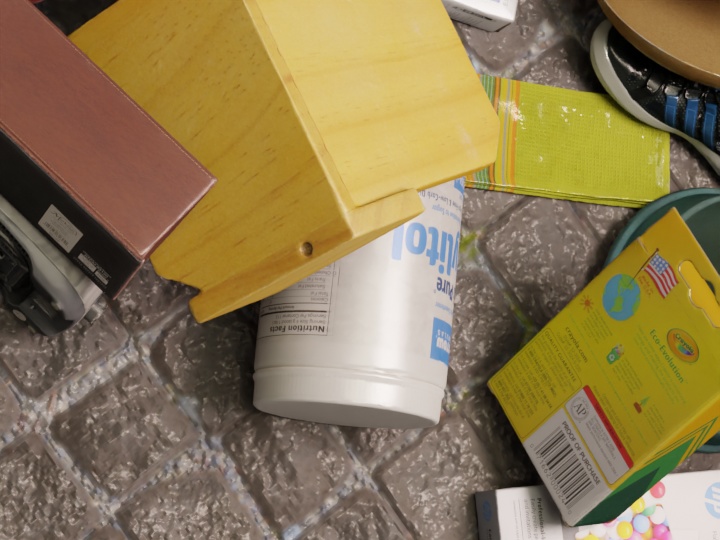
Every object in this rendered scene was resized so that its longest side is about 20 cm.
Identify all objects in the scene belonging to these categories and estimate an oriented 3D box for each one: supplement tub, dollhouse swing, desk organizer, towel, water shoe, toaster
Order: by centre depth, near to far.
[{"bbox_3d":[-0.189,-0.086,1.203,0.200,0.072,0.077,44,61,-2],"label":"desk organizer"},{"bbox_3d":[-0.043,-0.102,1.270,0.176,0.182,0.200,-19,82,-61],"label":"dollhouse swing"},{"bbox_3d":[-0.215,-0.065,1.288,0.200,0.114,0.129,45,66,-4],"label":"toaster"},{"bbox_3d":[0.000,0.000,1.344,0.132,0.132,0.200,8,79,-19],"label":"supplement tub"},{"bbox_3d":[0.140,-0.097,1.471,0.200,0.018,0.086,6,80,-19],"label":"towel"},{"bbox_3d":[0.263,-0.132,1.480,0.200,0.079,0.072,34,60,-17],"label":"water shoe"}]

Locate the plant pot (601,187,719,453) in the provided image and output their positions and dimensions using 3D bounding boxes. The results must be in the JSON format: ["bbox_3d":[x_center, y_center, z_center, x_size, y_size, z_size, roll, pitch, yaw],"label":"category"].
[{"bbox_3d":[0.301,0.029,1.405,0.200,0.196,0.200,2,85,-23],"label":"plant pot"}]

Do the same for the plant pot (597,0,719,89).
[{"bbox_3d":[0.258,-0.194,1.476,0.200,0.027,0.200,12,43,-11],"label":"plant pot"}]

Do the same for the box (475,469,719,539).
[{"bbox_3d":[0.187,0.227,1.426,0.200,0.041,0.156,-2,82,-21],"label":"box"}]

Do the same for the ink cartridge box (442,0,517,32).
[{"bbox_3d":[0.037,-0.297,1.451,0.200,0.041,0.200,16,76,-17],"label":"ink cartridge box"}]

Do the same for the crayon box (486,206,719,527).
[{"bbox_3d":[0.189,0.068,1.350,0.051,0.200,0.127,3,51,-46],"label":"crayon box"}]

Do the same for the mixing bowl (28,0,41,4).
[{"bbox_3d":[-0.173,-0.263,1.244,0.108,0.200,0.200,-4,82,-46],"label":"mixing bowl"}]
